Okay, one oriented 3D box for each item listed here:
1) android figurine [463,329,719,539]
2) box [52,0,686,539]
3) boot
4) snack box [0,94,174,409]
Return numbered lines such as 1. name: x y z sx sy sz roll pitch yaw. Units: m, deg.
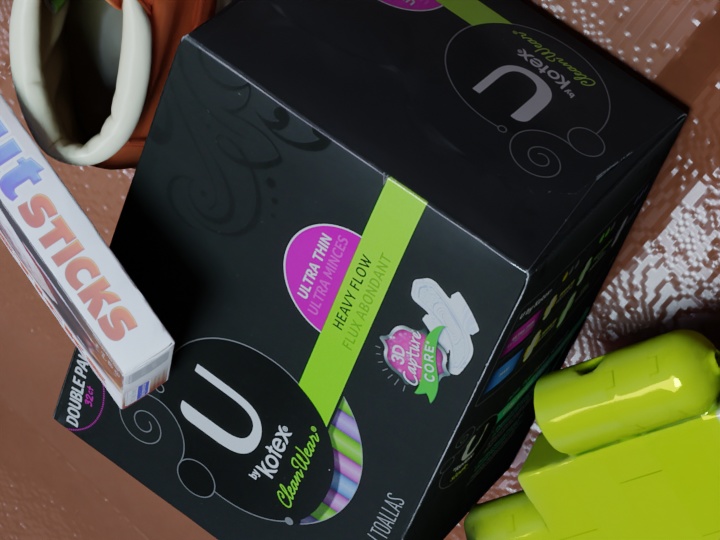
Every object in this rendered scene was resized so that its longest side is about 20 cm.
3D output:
1. android figurine: 0.140 0.100 1.042 0.200 0.041 0.182 -18 112 33
2. box: 0.000 0.000 1.043 0.148 0.124 0.200 34 134 13
3. boot: -0.077 -0.131 1.001 0.075 0.107 0.201 8 99 13
4. snack box: -0.130 -0.044 0.998 0.200 0.024 0.072 54 170 6
